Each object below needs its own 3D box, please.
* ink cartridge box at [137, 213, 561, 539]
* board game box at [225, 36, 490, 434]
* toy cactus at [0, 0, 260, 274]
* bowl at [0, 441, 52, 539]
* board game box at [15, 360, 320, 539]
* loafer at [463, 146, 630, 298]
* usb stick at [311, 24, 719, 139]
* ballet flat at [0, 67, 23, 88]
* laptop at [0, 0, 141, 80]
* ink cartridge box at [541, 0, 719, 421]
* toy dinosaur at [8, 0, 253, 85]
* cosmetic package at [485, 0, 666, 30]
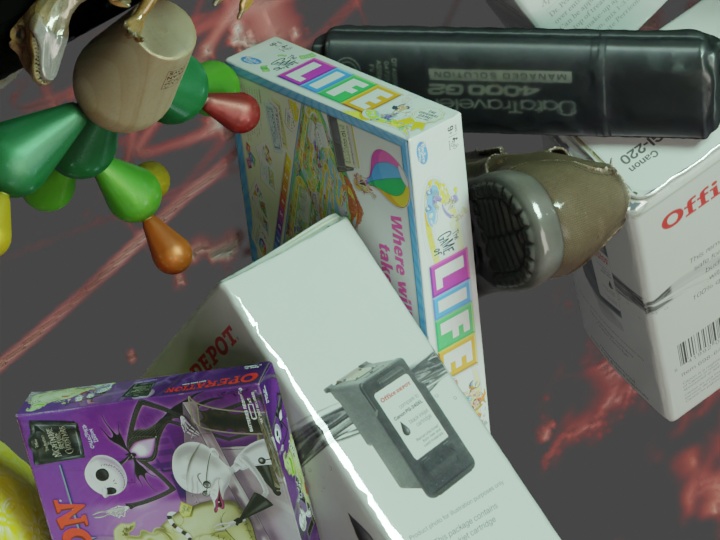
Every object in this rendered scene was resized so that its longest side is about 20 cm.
[{"bbox_3d":[-0.010,0.096,1.329,0.083,0.200,0.145,-28,170,-32],"label":"ink cartridge box"},{"bbox_3d":[0.000,0.000,1.355,0.034,0.134,0.201,-27,126,-32],"label":"board game box"},{"bbox_3d":[-0.117,-0.059,1.255,0.199,0.103,0.165,-15,162,-33],"label":"toy cactus"},{"bbox_3d":[-0.196,0.172,1.308,0.200,0.107,0.201,-14,111,-41],"label":"bowl"},{"bbox_3d":[-0.075,0.143,1.290,0.120,0.032,0.201,-7,112,20],"label":"board game box"},{"bbox_3d":[0.074,-0.023,1.350,0.071,0.200,0.073,-16,100,-17],"label":"loafer"},{"bbox_3d":[0.076,-0.091,1.349,0.199,0.033,0.056,2,119,13],"label":"usb stick"},{"bbox_3d":[-0.176,-0.158,1.217,0.072,0.072,0.201,-22,124,-20],"label":"ballet flat"},{"bbox_3d":[-0.135,-0.196,1.188,0.177,0.103,0.200,-34,156,-37],"label":"laptop"},{"bbox_3d":[0.180,-0.037,1.444,0.145,0.085,0.200,-35,147,-12],"label":"ink cartridge box"},{"bbox_3d":[-0.068,-0.157,1.176,0.200,0.106,0.060,-41,124,-15],"label":"toy dinosaur"},{"bbox_3d":[0.075,-0.196,1.343,0.101,0.071,0.200,-44,128,-3],"label":"cosmetic package"}]
